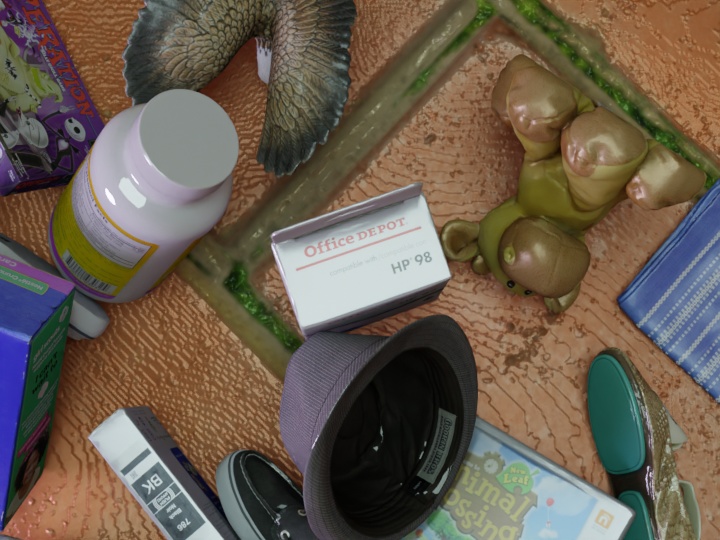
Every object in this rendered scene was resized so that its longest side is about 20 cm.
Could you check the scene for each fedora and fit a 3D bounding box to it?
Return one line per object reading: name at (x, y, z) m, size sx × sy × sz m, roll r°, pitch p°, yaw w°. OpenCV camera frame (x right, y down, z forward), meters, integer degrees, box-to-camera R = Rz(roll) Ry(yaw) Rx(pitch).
fedora at (0.001, 0.105, 0.959) m, size 0.090 × 0.201 × 0.177 m, roll 27°, pitch 70°, yaw 37°

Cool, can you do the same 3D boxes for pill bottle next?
pill bottle at (-0.157, -0.055, 0.968) m, size 0.103 × 0.200 × 0.106 m, roll 10°, pitch 66°, yaw -24°

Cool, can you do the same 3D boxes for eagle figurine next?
eagle figurine at (-0.072, -0.186, 1.021) m, size 0.150 × 0.201 × 0.152 m, roll -10°, pitch 127°, yaw 29°

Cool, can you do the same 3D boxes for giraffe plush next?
giraffe plush at (0.146, -0.051, 1.007) m, size 0.172 × 0.200 × 0.163 m, roll 34°, pitch 102°, yaw 8°

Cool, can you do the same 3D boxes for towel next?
towel at (0.320, 0.039, 1.059) m, size 0.200 × 0.024 × 0.145 m, roll 43°, pitch 86°, yaw 4°

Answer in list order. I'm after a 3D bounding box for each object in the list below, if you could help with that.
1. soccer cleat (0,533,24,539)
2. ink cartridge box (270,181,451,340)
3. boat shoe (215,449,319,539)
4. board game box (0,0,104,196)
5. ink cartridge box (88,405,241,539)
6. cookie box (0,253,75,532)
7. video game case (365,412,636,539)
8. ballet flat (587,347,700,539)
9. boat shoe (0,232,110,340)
soccer cleat at (-0.196, 0.238, 1.013) m, size 0.198 × 0.069 × 0.078 m, roll 27°, pitch 81°, yaw -5°
ink cartridge box at (0.000, 0.000, 0.972) m, size 0.114 × 0.200 × 0.068 m, roll -19°, pitch 84°, yaw -2°
boat shoe at (-0.032, 0.207, 0.988) m, size 0.201 × 0.068 × 0.057 m, roll 52°, pitch 121°, yaw 17°
board game box at (-0.273, -0.158, 1.034) m, size 0.032 × 0.120 × 0.202 m, roll -31°, pitch 84°, yaw 28°
ink cartridge box at (-0.122, 0.190, 1.000) m, size 0.039 × 0.099 × 0.201 m, roll -40°, pitch 84°, yaw -3°
cookie box at (-0.310, 0.073, 0.968) m, size 0.169 × 0.076 × 0.202 m, roll 22°, pitch 127°, yaw 2°
video game case at (0.081, 0.213, 1.016) m, size 0.198 × 0.022 × 0.184 m, roll 29°, pitch 84°, yaw 17°
ballet flat at (0.226, 0.158, 1.033) m, size 0.064 × 0.070 × 0.203 m, roll -7°, pitch 86°, yaw -29°
boat shoe at (-0.289, 0.008, 1.035) m, size 0.198 × 0.072 × 0.066 m, roll 32°, pitch 91°, yaw 2°
